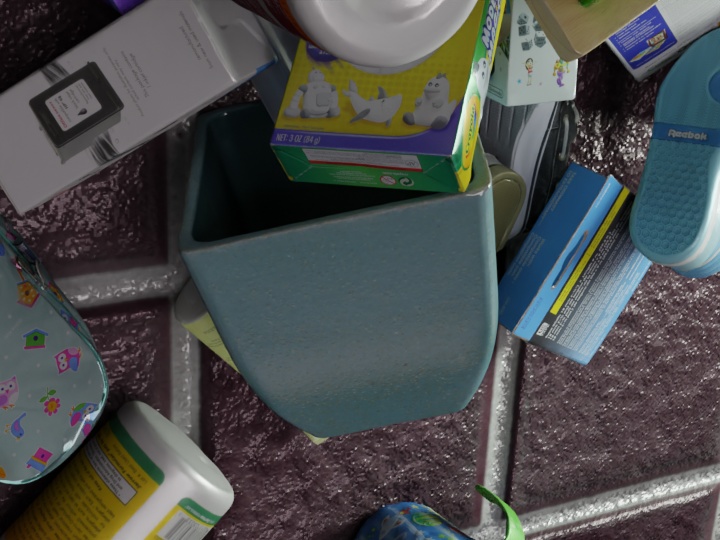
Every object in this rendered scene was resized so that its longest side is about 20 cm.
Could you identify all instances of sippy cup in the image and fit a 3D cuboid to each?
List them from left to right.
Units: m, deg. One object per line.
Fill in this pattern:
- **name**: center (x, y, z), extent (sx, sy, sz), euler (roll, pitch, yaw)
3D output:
- **sippy cup**: center (0.057, 0.274, 1.070), extent (0.176, 0.130, 0.141), euler (-18, 119, -21)

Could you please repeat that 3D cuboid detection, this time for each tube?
- **tube**: center (-0.063, 0.072, 0.968), extent (0.200, 0.058, 0.052), euler (45, 61, -38)

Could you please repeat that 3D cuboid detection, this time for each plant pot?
- **plant pot**: center (0.000, 0.000, 0.852), extent (0.194, 0.196, 0.202), euler (-12, 122, 4)

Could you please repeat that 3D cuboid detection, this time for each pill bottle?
- **pill bottle**: center (-0.199, 0.206, 0.912), extent (0.200, 0.113, 0.113), euler (-47, 125, -3)
- **pill bottle**: center (-0.026, -0.179, 0.624), extent (0.109, 0.200, 0.111), euler (-12, 117, -24)

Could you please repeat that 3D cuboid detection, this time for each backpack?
- **backpack**: center (-0.262, 0.048, 0.802), extent (0.167, 0.126, 0.201), euler (-43, 127, -10)

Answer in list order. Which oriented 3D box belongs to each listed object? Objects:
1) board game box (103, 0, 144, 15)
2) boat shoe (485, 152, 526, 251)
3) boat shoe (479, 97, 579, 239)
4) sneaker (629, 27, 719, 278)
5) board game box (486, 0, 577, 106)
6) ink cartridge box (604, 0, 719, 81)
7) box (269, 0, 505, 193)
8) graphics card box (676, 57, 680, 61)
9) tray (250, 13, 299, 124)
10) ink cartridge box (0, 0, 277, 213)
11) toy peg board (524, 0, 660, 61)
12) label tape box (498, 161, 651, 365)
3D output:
- **board game box**: center (-0.097, -0.245, 0.761), extent (0.199, 0.134, 0.045), euler (-37, 124, -10)
- **boat shoe**: center (0.059, -0.004, 0.990), extent (0.074, 0.068, 0.201), euler (21, 105, -44)
- **boat shoe**: center (0.140, -0.123, 0.992), extent (0.070, 0.072, 0.202), euler (-13, 127, -32)
- **sneaker**: center (0.283, -0.088, 0.995), extent (0.130, 0.079, 0.202), euler (30, 82, -58)
- **board game box**: center (0.098, -0.234, 0.865), extent (0.064, 0.147, 0.202), euler (-9, 115, -22)
- **ink cartridge box**: center (0.221, -0.199, 0.904), extent (0.094, 0.037, 0.200), euler (-33, 166, 17)
- **box**: center (0.026, -0.148, 0.752), extent (0.048, 0.116, 0.202), euler (62, 37, -58)
- **graphics card box**: center (0.318, -0.203, 1.011), extent (0.050, 0.125, 0.202), euler (-18, 119, -20)
- **tray**: center (-0.040, -0.178, 0.811), extent (0.107, 0.022, 0.201), euler (-25, 78, -18)
- **ink cartridge box**: center (-0.159, -0.102, 0.752), extent (0.199, 0.116, 0.067), euler (-28, 100, 15)
- **toy peg board**: center (0.161, -0.267, 0.723), extent (0.199, 0.098, 0.200), euler (-36, 97, -23)
- **label tape box**: center (0.171, -0.008, 1.006), extent (0.145, 0.063, 0.200), euler (-59, 151, 5)
